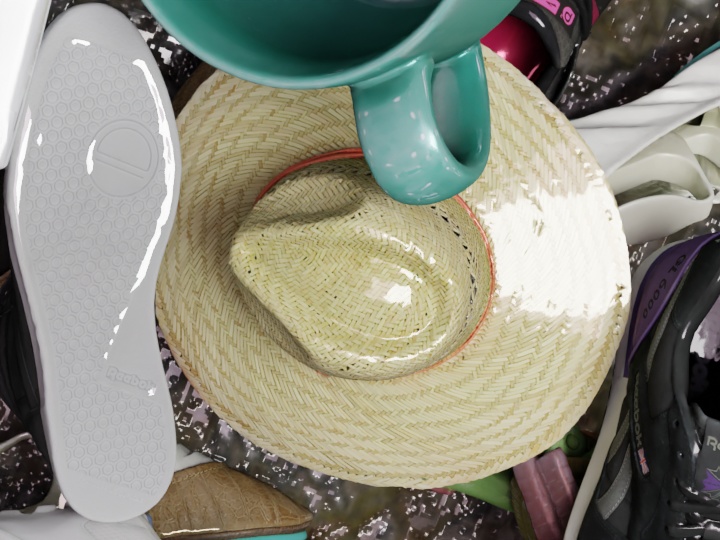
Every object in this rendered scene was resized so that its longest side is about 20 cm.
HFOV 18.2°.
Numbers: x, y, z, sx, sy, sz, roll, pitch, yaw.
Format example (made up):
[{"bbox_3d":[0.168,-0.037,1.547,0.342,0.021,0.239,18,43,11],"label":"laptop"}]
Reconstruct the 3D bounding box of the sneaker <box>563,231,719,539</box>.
[{"bbox_3d":[0.121,0.083,0.845,0.075,0.088,0.201,6,84,-5],"label":"sneaker"}]

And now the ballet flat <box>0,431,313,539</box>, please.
[{"bbox_3d":[-0.122,0.101,0.958,0.199,0.068,0.073,-13,82,-5],"label":"ballet flat"}]

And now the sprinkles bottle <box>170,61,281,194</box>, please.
[{"bbox_3d":[-0.003,-0.111,0.915,0.068,0.068,0.200,36,106,-14],"label":"sprinkles bottle"}]

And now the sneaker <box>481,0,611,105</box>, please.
[{"bbox_3d":[0.080,-0.119,0.946,0.076,0.084,0.201,25,93,-14],"label":"sneaker"}]

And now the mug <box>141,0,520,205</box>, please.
[{"bbox_3d":[-0.005,-0.130,0.814,0.151,0.114,0.186,16,104,20],"label":"mug"}]

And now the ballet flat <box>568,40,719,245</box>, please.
[{"bbox_3d":[0.137,-0.048,0.949,0.199,0.069,0.070,-23,103,-29],"label":"ballet flat"}]

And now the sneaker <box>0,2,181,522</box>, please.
[{"bbox_3d":[-0.118,-0.009,0.889,0.070,0.099,0.201,-9,107,-25],"label":"sneaker"}]

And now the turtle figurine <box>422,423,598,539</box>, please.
[{"bbox_3d":[0.096,0.059,0.963,0.193,0.144,0.201,24,81,3],"label":"turtle figurine"}]

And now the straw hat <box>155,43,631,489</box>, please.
[{"bbox_3d":[0.000,0.000,0.851,0.200,0.085,0.202,2,100,13],"label":"straw hat"}]

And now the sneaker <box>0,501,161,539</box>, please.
[{"bbox_3d":[-0.128,0.129,0.893,0.199,0.075,0.087,17,56,9],"label":"sneaker"}]

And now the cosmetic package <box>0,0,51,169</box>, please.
[{"bbox_3d":[-0.166,-0.156,0.831,0.122,0.199,0.201,14,95,-13],"label":"cosmetic package"}]

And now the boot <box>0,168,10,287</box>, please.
[{"bbox_3d":[-0.203,-0.011,0.869,0.199,0.138,0.078,-19,88,-16],"label":"boot"}]
